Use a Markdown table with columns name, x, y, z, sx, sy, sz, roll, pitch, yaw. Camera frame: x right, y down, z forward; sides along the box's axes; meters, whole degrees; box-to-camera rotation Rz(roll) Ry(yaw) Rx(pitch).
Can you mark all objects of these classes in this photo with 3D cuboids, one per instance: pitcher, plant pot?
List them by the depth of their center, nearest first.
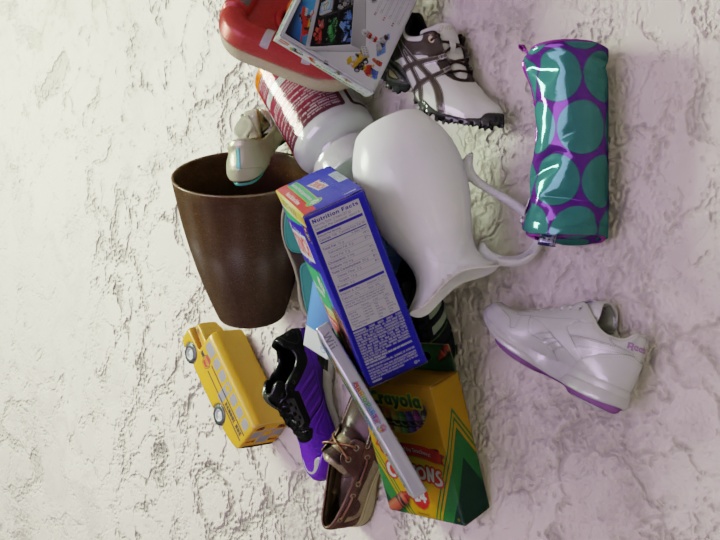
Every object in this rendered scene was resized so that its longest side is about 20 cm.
| name | x | y | z | sx | sy | sz | roll | pitch | yaw |
| --- | --- | --- | --- | --- | --- | --- | --- | --- | --- |
| pitcher | 0.090 | -0.075 | 1.218 | 0.121 | 0.169 | 0.203 | 95 | 152 | -77 |
| plant pot | -0.149 | -0.034 | 1.494 | 0.186 | 0.185 | 0.204 | 23 | 124 | 45 |

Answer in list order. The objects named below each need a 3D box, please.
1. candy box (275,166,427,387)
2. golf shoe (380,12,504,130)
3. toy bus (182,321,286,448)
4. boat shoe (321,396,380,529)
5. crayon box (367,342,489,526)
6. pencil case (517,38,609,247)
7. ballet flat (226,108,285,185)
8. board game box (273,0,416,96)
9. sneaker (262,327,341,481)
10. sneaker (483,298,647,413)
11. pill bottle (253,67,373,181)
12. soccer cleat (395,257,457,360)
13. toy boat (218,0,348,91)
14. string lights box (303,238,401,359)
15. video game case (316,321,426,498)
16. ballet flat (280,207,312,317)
| name | x | y | z | sx | sy | sz | roll | pitch | yaw |
| --- | --- | --- | --- | --- | --- | --- | --- | --- | --- |
| candy box | -0.012 | 0.002 | 1.221 | 0.169 | 0.076 | 0.203 | -134 | 23 | -72 |
| golf shoe | 0.093 | -0.225 | 1.263 | 0.199 | 0.077 | 0.096 | 39 | 120 | 39 |
| toy bus | -0.181 | 0.156 | 1.603 | 0.079 | 0.064 | 0.202 | -52 | 56 | 36 |
| boat shoe | -0.012 | 0.232 | 1.410 | 0.072 | 0.071 | 0.204 | 29 | 113 | 43 |
| crayon box | 0.067 | 0.183 | 1.293 | 0.126 | 0.050 | 0.204 | -1 | 108 | 49 |
| pencil case | 0.204 | -0.127 | 1.134 | 0.091 | 0.085 | 0.204 | 1 | 93 | 20 |
| ballet flat | -0.133 | -0.173 | 1.445 | 0.201 | 0.068 | 0.070 | -80 | 9 | -66 |
| board game box | 0.000 | -0.317 | 1.270 | 0.203 | 0.125 | 0.035 | -64 | 18 | -8 |
| sneaker | -0.083 | 0.175 | 1.465 | 0.069 | 0.098 | 0.204 | -10 | 84 | 50 |
| sneaker | 0.213 | 0.067 | 1.163 | 0.199 | 0.074 | 0.101 | 30 | 96 | 43 |
| pill bottle | -0.048 | -0.189 | 1.400 | 0.110 | 0.108 | 0.202 | -52 | 55 | 36 |
| soccer cleat | 0.067 | 0.046 | 1.302 | 0.067 | 0.080 | 0.204 | -1 | 92 | 48 |
| toy boat | -0.064 | -0.304 | 1.324 | 0.197 | 0.132 | 0.132 | 21 | 138 | 2 |
| string lights box | 0.000 | 0.000 | 1.360 | 0.059 | 0.101 | 0.204 | 24 | 109 | 49 |
| video game case | 0.011 | 0.154 | 1.228 | 0.202 | 0.018 | 0.143 | 59 | 175 | 8 |
| ballet flat | -0.061 | -0.031 | 1.427 | 0.069 | 0.069 | 0.203 | 33 | 137 | 42 |
